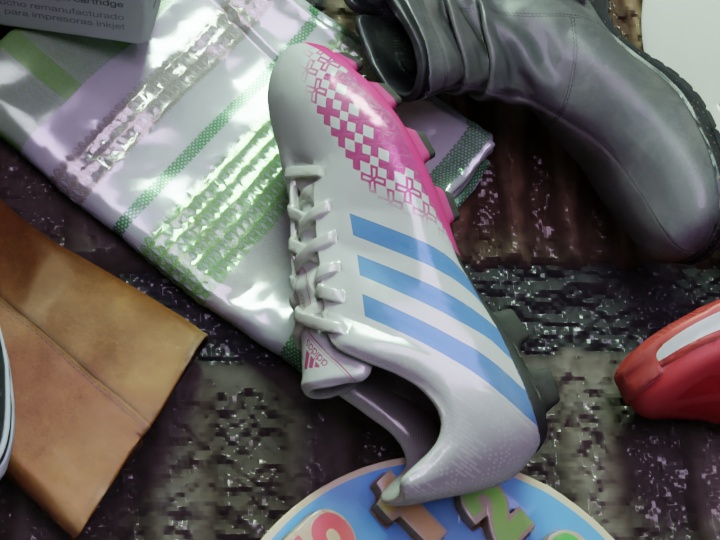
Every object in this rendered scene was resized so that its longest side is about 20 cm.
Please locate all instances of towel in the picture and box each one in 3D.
[{"bbox_3d":[-0.055,-0.065,0.816,0.200,0.031,0.149,37,62,4],"label":"towel"}]

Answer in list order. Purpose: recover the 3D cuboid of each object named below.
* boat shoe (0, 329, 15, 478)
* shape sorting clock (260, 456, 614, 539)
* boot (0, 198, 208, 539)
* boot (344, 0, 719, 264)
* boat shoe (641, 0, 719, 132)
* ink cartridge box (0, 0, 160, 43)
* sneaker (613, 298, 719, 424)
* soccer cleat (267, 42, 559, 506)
[{"bbox_3d":[-0.169,-0.014,0.680,0.073,0.068,0.201,-9,78,-25],"label":"boat shoe"},{"bbox_3d":[0.037,0.169,0.728,0.199,0.039,0.201,6,65,-12],"label":"shape sorting clock"},{"bbox_3d":[-0.185,0.038,0.731,0.200,0.068,0.189,40,55,-3],"label":"boot"},{"bbox_3d":[0.068,-0.080,0.817,0.131,0.070,0.201,-7,55,-39],"label":"boot"},{"bbox_3d":[0.193,-0.077,0.867,0.068,0.072,0.201,24,33,-44],"label":"boat shoe"},{"bbox_3d":[-0.148,-0.189,0.738,0.146,0.200,0.084,8,59,1],"label":"ink cartridge box"},{"bbox_3d":[0.213,0.066,0.801,0.199,0.078,0.116,-10,67,-17],"label":"sneaker"},{"bbox_3d":[0.000,0.000,0.747,0.086,0.070,0.201,-25,75,-22],"label":"soccer cleat"}]
